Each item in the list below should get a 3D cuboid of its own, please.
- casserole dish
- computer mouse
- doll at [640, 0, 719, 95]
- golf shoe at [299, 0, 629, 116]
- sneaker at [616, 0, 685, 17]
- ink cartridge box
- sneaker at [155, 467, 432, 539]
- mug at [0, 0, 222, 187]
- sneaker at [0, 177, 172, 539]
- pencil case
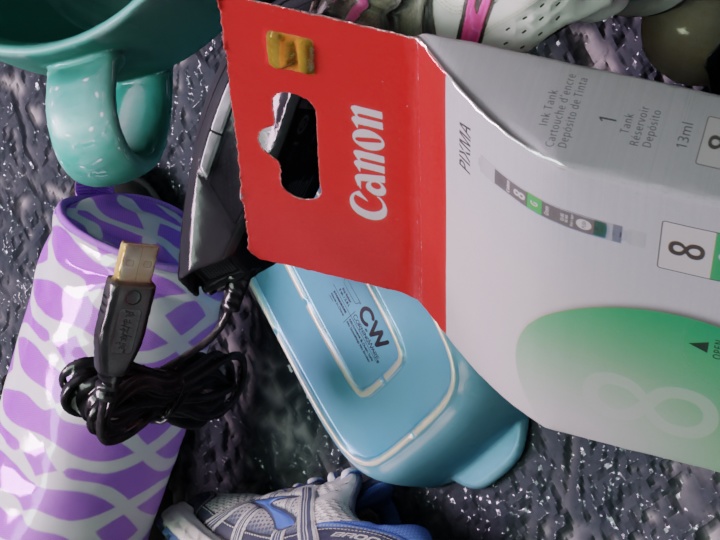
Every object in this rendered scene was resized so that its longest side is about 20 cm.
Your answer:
[{"bbox_3d":[0.000,0.000,1.076,0.121,0.039,0.201,-45,68,45],"label":"casserole dish"},{"bbox_3d":[-0.059,-0.029,0.991,0.046,0.140,0.201,28,106,18],"label":"computer mouse"},{"bbox_3d":[0.162,-0.033,0.876,0.200,0.048,0.137,45,147,32],"label":"doll"},{"bbox_3d":[0.055,-0.125,0.856,0.092,0.073,0.200,24,136,-10],"label":"golf shoe"},{"bbox_3d":[0.060,-0.134,0.916,0.199,0.088,0.077,-10,59,48],"label":"sneaker"},{"bbox_3d":[0.046,-0.010,0.897,0.199,0.050,0.161,12,148,9],"label":"ink cartridge box"},{"bbox_3d":[-0.019,0.124,1.114,0.077,0.085,0.200,60,164,-19],"label":"sneaker"},{"bbox_3d":[-0.115,-0.139,1.077,0.151,0.114,0.186,23,92,18],"label":"mug"},{"bbox_3d":[-0.125,0.051,1.200,0.075,0.079,0.201,20,113,45],"label":"sneaker"},{"bbox_3d":[-0.118,0.065,1.130,0.085,0.084,0.201,44,118,51],"label":"pencil case"}]
